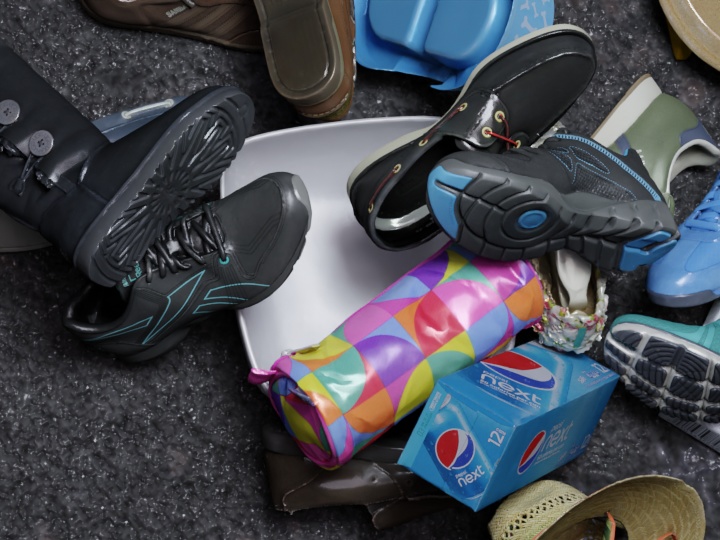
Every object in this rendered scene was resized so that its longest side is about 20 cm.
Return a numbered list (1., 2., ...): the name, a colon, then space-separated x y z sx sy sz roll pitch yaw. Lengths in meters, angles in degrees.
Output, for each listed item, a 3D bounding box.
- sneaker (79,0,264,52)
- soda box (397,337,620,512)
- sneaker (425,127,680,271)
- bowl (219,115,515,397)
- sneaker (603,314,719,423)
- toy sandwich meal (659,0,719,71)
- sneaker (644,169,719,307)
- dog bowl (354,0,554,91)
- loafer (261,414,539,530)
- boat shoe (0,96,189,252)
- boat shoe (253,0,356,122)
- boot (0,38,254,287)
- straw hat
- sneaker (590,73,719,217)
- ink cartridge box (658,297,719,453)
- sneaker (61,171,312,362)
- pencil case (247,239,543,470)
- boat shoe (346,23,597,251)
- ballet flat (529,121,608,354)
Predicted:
1. sneaker: -0.103 -0.203 1.752 0.199 0.076 0.071 -1 74 -11
2. soda box: 0.103 0.100 1.639 0.064 0.200 0.068 30 109 19
3. sneaker: 0.120 -0.053 1.615 0.199 0.073 0.082 12 50 -36
4. bowl: 0.000 0.000 1.715 0.199 0.075 0.201 -7 75 -13
5. sneaker: 0.267 0.063 1.721 0.199 0.078 0.080 12 52 -9
6. toy sandwich meal: 0.302 -0.232 1.851 0.204 0.070 0.206 3 78 -12
7. sneaker: 0.268 -0.048 1.758 0.066 0.079 0.200 19 45 40
8. dog bowl: 0.065 -0.183 1.729 0.049 0.200 0.112 16 94 -34
9. loafer: 0.025 0.144 1.688 0.199 0.073 0.072 7 103 -10
10. boat shoe: -0.200 -0.071 1.687 0.199 0.075 0.062 -20 54 8
11. boat shoe: -0.042 -0.201 1.725 0.072 0.068 0.201 -9 71 18
12. boot: -0.192 -0.103 1.630 0.200 0.066 0.165 36 75 30
13. straw hat: 0.134 0.190 1.662 0.200 0.202 0.085 -30 51 -18
14. sneaker: 0.188 -0.049 1.769 0.090 0.067 0.200 37 67 7
15. ink cartridge box: 0.347 0.071 1.782 0.199 0.041 0.201 31 70 -1
16. sneaker: -0.116 -0.001 1.630 0.079 0.200 0.076 16 43 -51
17. pencil case: 0.028 0.049 1.626 0.200 0.088 0.089 -33 82 -20
18. boat shoe: 0.082 -0.087 1.642 0.201 0.063 0.074 -37 125 8
19. ballet flat: 0.135 -0.042 1.692 0.075 0.064 0.201 -14 79 -13
